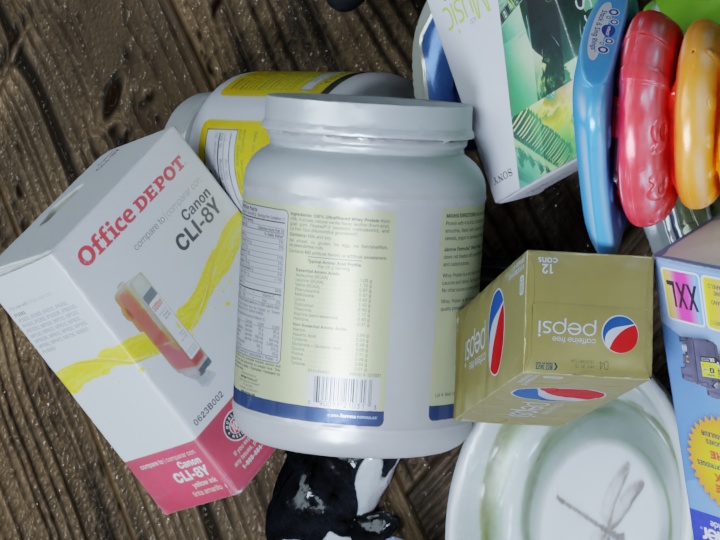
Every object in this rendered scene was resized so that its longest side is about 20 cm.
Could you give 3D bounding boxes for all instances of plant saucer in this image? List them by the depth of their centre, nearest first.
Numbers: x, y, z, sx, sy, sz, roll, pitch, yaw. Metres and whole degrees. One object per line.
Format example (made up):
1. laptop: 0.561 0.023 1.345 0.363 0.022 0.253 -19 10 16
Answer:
1. plant saucer: 0.130 0.144 1.397 0.200 0.050 0.201 -16 68 47

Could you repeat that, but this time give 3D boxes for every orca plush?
1. orca plush: -0.011 0.117 1.560 0.200 0.071 0.106 -37 54 39

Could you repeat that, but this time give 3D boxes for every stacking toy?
1. stacking toy: 0.208 -0.072 1.211 0.199 0.110 0.116 4 43 16

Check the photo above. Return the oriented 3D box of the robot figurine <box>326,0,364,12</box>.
1. robot figurine: 0.006 -0.261 1.587 0.125 0.150 0.200 49 141 -6

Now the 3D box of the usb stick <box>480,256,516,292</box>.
1. usb stick: 0.047 0.012 1.535 0.033 0.056 0.199 -45 29 -27

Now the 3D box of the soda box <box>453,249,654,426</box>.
1. soda box: 0.098 0.039 1.297 0.200 0.067 0.064 127 146 -76

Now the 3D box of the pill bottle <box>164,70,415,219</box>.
1. pill bottle: -0.044 -0.076 1.617 0.199 0.111 0.112 7 86 51

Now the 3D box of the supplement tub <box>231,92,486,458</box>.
1. supplement tub: 0.000 0.000 1.437 0.145 0.144 0.201 11 99 51

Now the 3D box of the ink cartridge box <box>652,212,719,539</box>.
1. ink cartridge box: 0.229 0.080 1.226 0.136 0.076 0.201 12 122 48

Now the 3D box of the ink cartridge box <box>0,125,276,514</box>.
1. ink cartridge box: -0.123 0.031 1.583 0.083 0.200 0.145 -19 24 47

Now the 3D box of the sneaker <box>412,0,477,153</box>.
1. sneaker: 0.101 -0.165 1.489 0.111 0.076 0.201 18 88 60

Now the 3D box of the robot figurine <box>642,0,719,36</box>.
1. robot figurine: 0.223 -0.143 1.303 0.176 0.115 0.200 53 122 29

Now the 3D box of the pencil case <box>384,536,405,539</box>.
1. pencil case: 0.007 0.267 1.493 0.091 0.083 0.201 -116 43 -78

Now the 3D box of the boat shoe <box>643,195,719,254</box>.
1. boat shoe: 0.197 -0.010 1.354 0.062 0.072 0.201 -21 66 19

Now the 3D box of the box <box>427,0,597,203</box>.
1. box: 0.088 -0.150 1.400 0.144 0.036 0.201 -30 79 65
